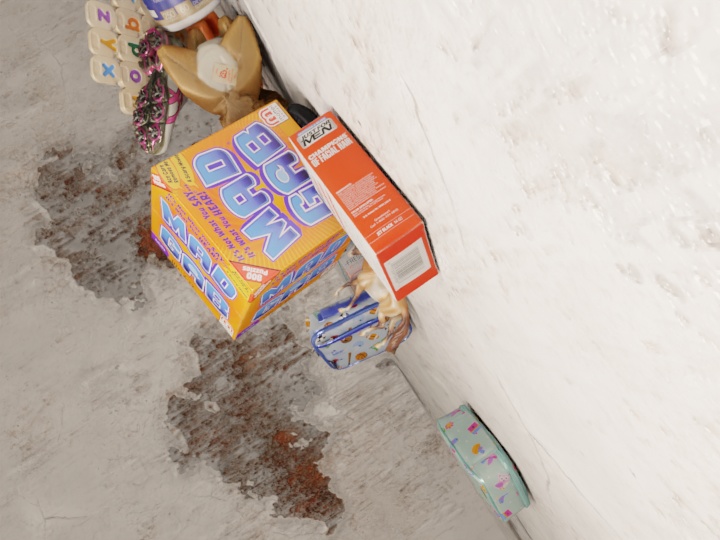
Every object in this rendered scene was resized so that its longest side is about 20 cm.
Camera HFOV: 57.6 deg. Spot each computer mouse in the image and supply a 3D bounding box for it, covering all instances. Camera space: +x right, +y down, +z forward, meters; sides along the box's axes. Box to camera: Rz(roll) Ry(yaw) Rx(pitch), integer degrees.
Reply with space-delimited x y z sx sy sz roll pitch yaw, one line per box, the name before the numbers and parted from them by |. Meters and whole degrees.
computer mouse | -0.032 -0.147 0.884 0.200 0.034 0.059 53 154 3

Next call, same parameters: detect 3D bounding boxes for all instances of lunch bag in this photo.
lunch bag | -0.007 0.111 1.282 0.076 0.199 0.160 65 -178 39
lunch bag | 0.226 0.352 1.209 0.161 0.077 0.200 59 176 -32

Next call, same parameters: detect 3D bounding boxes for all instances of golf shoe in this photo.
golf shoe | -0.301 -0.274 1.029 0.092 0.072 0.201 18 -108 -58

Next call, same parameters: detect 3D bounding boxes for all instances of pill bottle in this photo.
pill bottle | -0.306 -0.477 0.985 0.200 0.116 0.116 60 175 -39

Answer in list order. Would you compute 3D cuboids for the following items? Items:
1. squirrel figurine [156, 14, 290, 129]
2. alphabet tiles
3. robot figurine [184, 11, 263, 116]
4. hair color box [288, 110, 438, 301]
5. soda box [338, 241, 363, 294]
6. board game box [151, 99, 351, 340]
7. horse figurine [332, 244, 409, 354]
squirrel figurine | -0.203 -0.296 1.044 0.200 0.141 0.187 61 -179 -17
alphabet tiles | -0.348 -0.346 1.040 0.195 0.015 0.201 -11 -82 -56
robot figurine | -0.253 -0.364 1.192 0.200 0.116 0.144 61 175 -39
hair color box | 0.003 -0.075 0.738 0.200 0.064 0.111 53 175 32
soda box | 0.000 0.000 1.317 0.069 0.063 0.200 56 175 16
board game box | -0.146 -0.065 0.904 0.200 0.200 0.200 49 152 7
horse figurine | 0.028 0.052 1.169 0.200 0.133 0.050 51 -156 22
